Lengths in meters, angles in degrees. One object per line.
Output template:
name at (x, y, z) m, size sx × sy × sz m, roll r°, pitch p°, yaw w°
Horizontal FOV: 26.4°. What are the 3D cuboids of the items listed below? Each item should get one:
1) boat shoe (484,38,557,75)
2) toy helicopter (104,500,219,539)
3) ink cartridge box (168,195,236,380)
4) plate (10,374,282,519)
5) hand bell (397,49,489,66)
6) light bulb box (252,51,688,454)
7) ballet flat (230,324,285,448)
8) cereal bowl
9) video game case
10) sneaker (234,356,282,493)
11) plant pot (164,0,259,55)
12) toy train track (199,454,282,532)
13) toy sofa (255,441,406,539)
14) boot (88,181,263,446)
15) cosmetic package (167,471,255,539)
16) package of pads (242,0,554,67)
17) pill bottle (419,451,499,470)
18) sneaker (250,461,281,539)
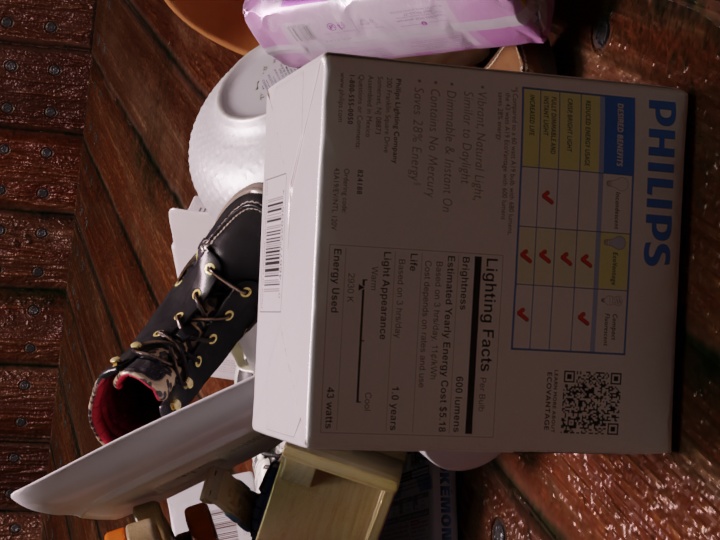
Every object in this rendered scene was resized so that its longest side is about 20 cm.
boat shoe at (0.067, -0.071, 1.001) m, size 0.200 × 0.074 × 0.076 m, roll 114°, pitch 153°, yaw -47°
toy helicopter at (-0.133, 0.219, 1.054) m, size 0.200 × 0.079 × 0.132 m, roll 87°, pitch 165°, yaw -70°
ink cartridge box at (-0.089, 0.007, 1.294) m, size 0.200 × 0.117 × 0.067 m, roll 87°, pitch -165°, yaw -45°
plate at (-0.124, 0.129, 1.079) m, size 0.032 × 0.200 × 0.200 m, roll 64°, pitch 180°, yaw 11°
hand bell at (-0.003, -0.088, 1.050) m, size 0.200 × 0.104 × 0.104 m, roll -62°, pitch 17°, yaw -7°
light bulb box at (0.055, -0.003, 0.825) m, size 0.125 × 0.200 × 0.198 m, roll 177°, pitch 96°, yaw -73°
ballet flat at (-0.065, 0.084, 1.230) m, size 0.200 × 0.069 × 0.069 m, roll 69°, pitch 163°, yaw -7°
cereal bowl at (-0.050, -0.119, 1.170) m, size 0.083 × 0.200 × 0.200 m, roll 53°, pitch -170°, yaw -38°
video game case at (0.028, 0.164, 1.162) m, size 0.200 × 0.022 × 0.182 m, roll 142°, pitch 129°, yaw -68°
sneaker at (-0.056, 0.161, 1.277) m, size 0.088 × 0.076 × 0.200 m, roll -81°, pitch -24°, yaw -83°
plant pot at (-0.054, -0.272, 1.255) m, size 0.200 × 0.200 × 0.140 m, roll 140°, pitch 147°, yaw -66°
toy train track at (-0.091, 0.180, 1.148) m, size 0.200 × 0.033 × 0.115 m, roll 63°, pitch -141°, yaw -67°
toy sofa at (-0.036, 0.204, 1.063) m, size 0.098 × 0.083 × 0.200 m, roll -62°, pitch -10°, yaw -78°
boot at (-0.118, 0.038, 1.104) m, size 0.200 × 0.073 × 0.151 m, roll -48°, pitch 5°, yaw 46°
cosmetic package at (-0.110, 0.278, 1.361) m, size 0.200 × 0.081 × 0.113 m, roll 82°, pitch 176°, yaw -51°
package of pads at (0.032, -0.195, 0.960) m, size 0.200 × 0.076 × 0.121 m, roll -1°, pitch 62°, yaw 35°
pill bottle at (0.023, 0.052, 1.028) m, size 0.200 × 0.111 × 0.111 m, roll 37°, pitch 122°, yaw 53°
sneaker at (-0.032, 0.238, 1.166) m, size 0.077 × 0.085 × 0.200 m, roll -61°, pitch -26°, yaw -49°
